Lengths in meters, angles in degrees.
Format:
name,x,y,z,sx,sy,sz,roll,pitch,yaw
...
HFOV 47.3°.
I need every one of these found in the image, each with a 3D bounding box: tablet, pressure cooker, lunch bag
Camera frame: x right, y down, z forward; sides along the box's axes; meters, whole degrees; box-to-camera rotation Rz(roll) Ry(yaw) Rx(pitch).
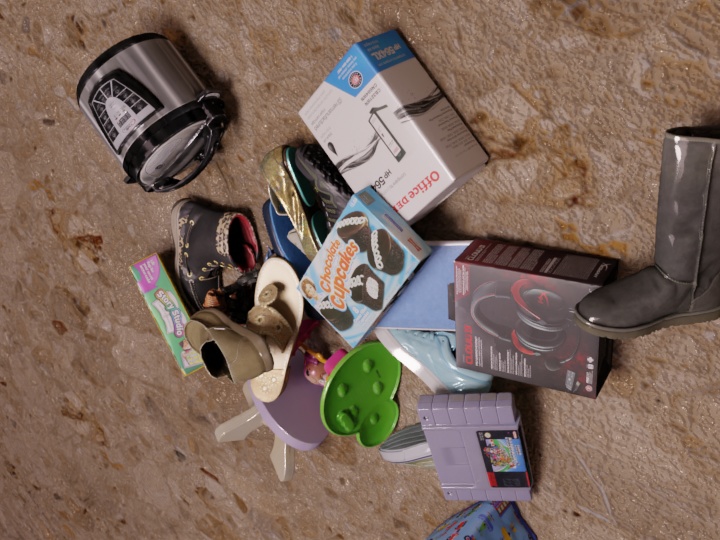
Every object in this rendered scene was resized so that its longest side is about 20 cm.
name,x,y,z,sx,sy,sz,roll,pitch,yaw
tablet,0.082,0.021,1.077,0.198,0.014,0.131,1,117,20
pressure cooker,-0.295,-0.223,1.210,0.201,0.178,0.176,53,158,5
lunch bag,0.127,0.409,1.188,0.199,0.150,0.095,-29,92,45

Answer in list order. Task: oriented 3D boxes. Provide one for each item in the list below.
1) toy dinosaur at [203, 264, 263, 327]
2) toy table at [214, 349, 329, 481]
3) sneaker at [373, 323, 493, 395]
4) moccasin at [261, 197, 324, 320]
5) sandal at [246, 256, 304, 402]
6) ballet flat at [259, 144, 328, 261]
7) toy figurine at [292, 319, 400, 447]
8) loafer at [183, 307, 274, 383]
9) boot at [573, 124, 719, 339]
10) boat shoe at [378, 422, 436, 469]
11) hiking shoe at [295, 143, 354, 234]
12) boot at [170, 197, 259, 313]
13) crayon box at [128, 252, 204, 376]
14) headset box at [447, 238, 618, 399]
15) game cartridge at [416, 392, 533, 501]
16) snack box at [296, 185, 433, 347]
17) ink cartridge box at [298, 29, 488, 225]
name,x,y,z,sx,sy,sz,roll,pitch,yaw
toy dinosaur,-0.185,0.056,1.267,0.134,0.200,0.103,-19,98,9
toy table,-0.130,0.222,1.310,0.118,0.182,0.201,-56,36,35
sneaker,0.102,0.105,1.124,0.200,0.074,0.082,41,104,22
moccasin,-0.102,-0.012,1.218,0.068,0.080,0.202,-12,103,47
sandal,-0.130,0.092,1.165,0.077,0.070,0.214,10,103,15
ballet flat,-0.084,-0.077,1.159,0.070,0.071,0.202,-14,104,44
toy figurine,-0.045,0.154,1.249,0.183,0.150,0.201,30,155,42
loafer,-0.200,0.105,1.150,0.199,0.067,0.077,10,121,50
boot,0.302,-0.039,0.814,0.073,0.180,0.202,-119,21,-53
boat shoe,0.110,0.260,1.185,0.199,0.072,0.062,-19,105,44
hiking shoe,-0.028,-0.082,1.119,0.200,0.076,0.101,47,131,10
boot,-0.232,-0.014,1.334,0.150,0.073,0.202,10,111,41
crayon box,-0.325,0.072,1.409,0.202,0.058,0.172,64,170,-6
headset box,0.197,0.053,0.982,0.198,0.075,0.150,11,119,29
game cartridge,0.157,0.239,1.090,0.128,0.039,0.201,-2,130,21
snack box,0.000,0.000,1.054,0.116,0.037,0.200,45,136,10
ink cartridge box,0.038,-0.165,1.012,0.201,0.084,0.146,54,136,4
